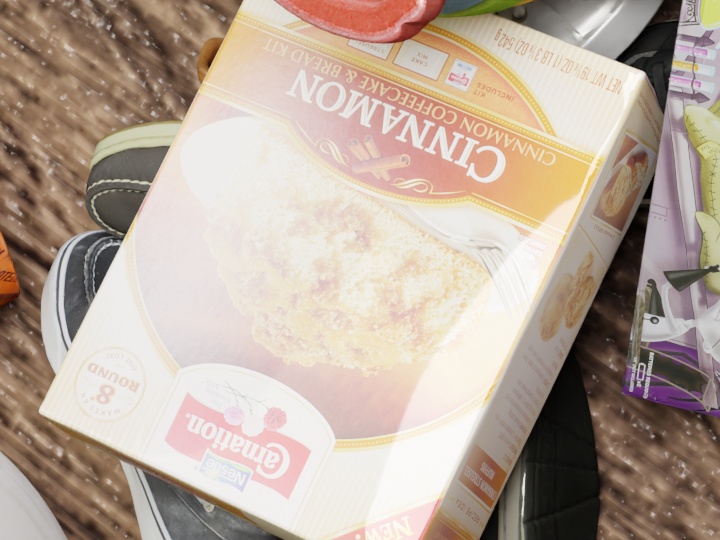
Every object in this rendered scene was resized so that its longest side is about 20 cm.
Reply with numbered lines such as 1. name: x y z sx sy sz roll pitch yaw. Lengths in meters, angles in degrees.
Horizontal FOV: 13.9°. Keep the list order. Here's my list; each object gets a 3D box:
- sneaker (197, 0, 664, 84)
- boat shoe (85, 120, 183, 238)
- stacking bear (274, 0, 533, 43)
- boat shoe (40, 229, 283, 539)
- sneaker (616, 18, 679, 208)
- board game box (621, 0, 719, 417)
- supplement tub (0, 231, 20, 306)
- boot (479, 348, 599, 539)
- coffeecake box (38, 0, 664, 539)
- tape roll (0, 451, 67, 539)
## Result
1. sneaker: 0.022 -0.093 1.159 0.200 0.085 0.073 -23 33 26
2. boat shoe: -0.030 -0.008 1.167 0.201 0.072 0.066 12 62 26
3. stacking bear: 0.049 -0.139 1.031 0.114 0.200 0.122 18 101 38
4. boat shoe: -0.074 0.044 1.179 0.200 0.072 0.068 -114 32 -42
5. sneaker: 0.143 -0.066 1.113 0.200 0.088 0.076 0 84 25
6. board game box: 0.164 -0.027 1.057 0.120 0.032 0.200 11 126 9
7. supplement tub: -0.252 0.010 1.236 0.200 0.123 0.123 -25 71 -12
8. boot: 0.011 0.119 1.162 0.154 0.073 0.204 -2 81 28
9. coffeecake box: 0.000 0.000 1.077 0.153 0.073 0.200 23 82 19
10. tape roll: -0.206 0.173 1.184 0.139 0.203 0.203 -18 76 22
